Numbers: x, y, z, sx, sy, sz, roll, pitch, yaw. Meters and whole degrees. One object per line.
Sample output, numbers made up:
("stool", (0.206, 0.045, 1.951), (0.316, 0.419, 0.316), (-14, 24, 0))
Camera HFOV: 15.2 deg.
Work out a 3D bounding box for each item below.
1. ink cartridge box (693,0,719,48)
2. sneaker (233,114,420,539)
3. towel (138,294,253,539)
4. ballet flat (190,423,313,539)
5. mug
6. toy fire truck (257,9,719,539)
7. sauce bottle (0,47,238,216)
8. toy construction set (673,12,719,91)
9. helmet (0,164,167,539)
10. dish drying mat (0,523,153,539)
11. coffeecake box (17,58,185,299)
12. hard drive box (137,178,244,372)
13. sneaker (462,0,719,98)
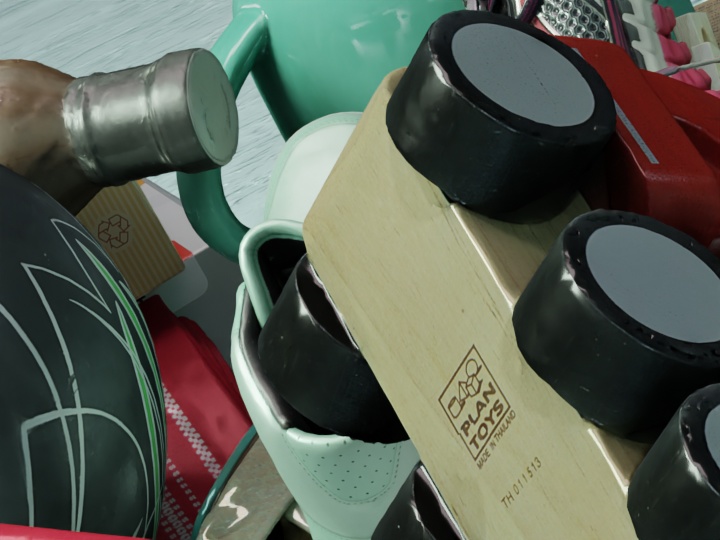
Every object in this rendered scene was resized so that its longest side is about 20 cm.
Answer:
("ink cartridge box", (0.081, -0.020, 0.980), (0.200, 0.075, 0.165), (-23, 18, 14))
("sneaker", (0.000, 0.000, 0.798), (0.074, 0.118, 0.201), (-17, 47, 6))
("towel", (-0.122, 0.097, 0.965), (0.200, 0.023, 0.145), (-31, 40, -9))
("ballet flat", (-0.030, 0.106, 0.824), (0.062, 0.068, 0.200), (10, 36, 22))
("mug", (0.024, -0.091, 0.950), (0.152, 0.115, 0.185), (-16, 20, 36))
("toy fire truck", (0.108, 0.021, 0.606), (0.200, 0.176, 0.129), (2, -48, -36))
("sauce bottle", (-0.138, -0.037, 0.925), (0.200, 0.065, 0.065), (-10, 21, 19))
("toy construction set", (0.182, -0.047, 0.795), (0.200, 0.131, 0.092), (-16, 18, 36))
("helmet", (-0.154, 0.061, 0.849), (0.190, 0.200, 0.200), (-12, 17, 5))
("dish drying mat", (-0.017, 0.104, 0.657), (0.200, 0.018, 0.077), (4, 60, 17))
("coffeecake box", (-0.169, -0.008, 1.074), (0.153, 0.073, 0.200), (-32, 16, -7))
("hard drive box", (-0.122, 0.039, 1.128), (0.156, 0.077, 0.200), (-31, 16, -10))
("sneaker", (0.059, -0.059, 0.817), (0.075, 0.200, 0.081), (-21, -28, -14))
